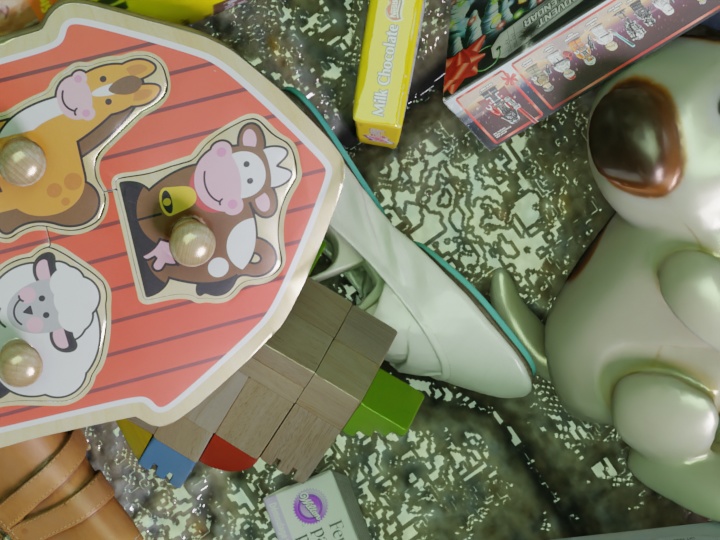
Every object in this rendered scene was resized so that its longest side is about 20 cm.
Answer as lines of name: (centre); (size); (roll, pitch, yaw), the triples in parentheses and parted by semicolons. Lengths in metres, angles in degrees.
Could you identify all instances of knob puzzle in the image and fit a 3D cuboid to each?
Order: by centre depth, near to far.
knob puzzle: (-0.101, -0.019, 1.005); (0.219, 0.030, 0.220); (-5, 111, -12)

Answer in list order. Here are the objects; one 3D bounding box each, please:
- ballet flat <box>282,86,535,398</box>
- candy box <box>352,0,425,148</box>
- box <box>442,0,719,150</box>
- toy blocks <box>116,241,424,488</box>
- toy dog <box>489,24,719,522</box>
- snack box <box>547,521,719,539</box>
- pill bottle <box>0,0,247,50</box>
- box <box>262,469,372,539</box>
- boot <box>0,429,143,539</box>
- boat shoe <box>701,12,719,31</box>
ballet flat: (0.000, 0.000, 1.162); (0.069, 0.069, 0.200); (-41, 86, -1)
candy box: (0.016, -0.112, 1.097); (0.026, 0.200, 0.103); (7, 90, 0)
box: (0.129, -0.154, 1.094); (0.200, 0.137, 0.040); (-31, 120, 26)
toy blocks: (-0.080, 0.045, 1.136); (0.200, 0.137, 0.100); (30, 47, -2)
toy dog: (0.159, -0.017, 1.117); (0.194, 0.139, 0.201); (24, 130, 32)
snack box: (0.140, 0.191, 1.095); (0.199, 0.053, 0.143); (-4, 116, -18)
pill bottle: (-0.144, -0.138, 1.024); (0.199, 0.109, 0.110); (-22, 91, -4)
box: (0.008, 0.197, 1.155); (0.039, 0.041, 0.201); (-23, 78, 7)
boot: (-0.161, 0.075, 1.100); (0.077, 0.200, 0.155); (-35, 84, -33)
boat shoe: (0.199, -0.206, 1.170); (0.069, 0.084, 0.200); (13, 111, -45)
